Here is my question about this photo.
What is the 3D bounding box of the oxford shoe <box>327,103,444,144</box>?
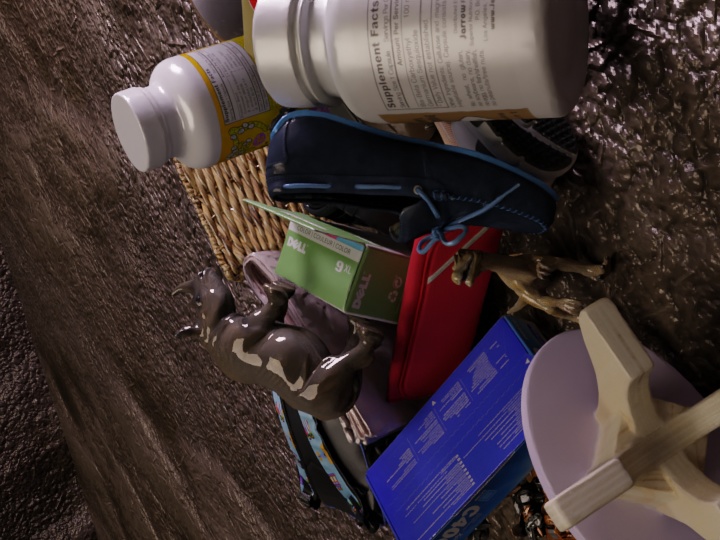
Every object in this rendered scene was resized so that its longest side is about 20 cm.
[{"bbox_3d":[0.049,-0.111,0.828,0.200,0.073,0.084,49,134,18],"label":"oxford shoe"}]

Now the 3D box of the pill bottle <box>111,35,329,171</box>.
[{"bbox_3d":[-0.122,-0.157,0.955,0.104,0.200,0.104,43,145,39],"label":"pill bottle"}]

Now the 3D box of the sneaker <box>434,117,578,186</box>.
[{"bbox_3d":[0.073,-0.124,0.769,0.200,0.074,0.080,55,154,22],"label":"sneaker"}]

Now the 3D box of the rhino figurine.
[{"bbox_3d":[-0.077,0.053,0.840,0.200,0.060,0.088,22,96,23],"label":"rhino figurine"}]

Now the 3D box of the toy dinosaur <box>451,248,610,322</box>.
[{"bbox_3d":[0.129,0.006,0.767,0.101,0.200,0.058,18,88,24],"label":"toy dinosaur"}]

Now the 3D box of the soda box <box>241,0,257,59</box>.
[{"bbox_3d":[-0.053,-0.257,0.817,0.064,0.068,0.200,44,146,38],"label":"soda box"}]

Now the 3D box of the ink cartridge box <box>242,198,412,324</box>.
[{"bbox_3d":[0.000,0.000,0.862,0.104,0.200,0.059,27,100,48],"label":"ink cartridge box"}]

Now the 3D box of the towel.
[{"bbox_3d":[-0.004,0.061,0.949,0.032,0.200,0.191,-38,75,23],"label":"towel"}]

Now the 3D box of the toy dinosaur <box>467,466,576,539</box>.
[{"bbox_3d":[0.150,0.169,0.877,0.136,0.102,0.200,-48,42,47],"label":"toy dinosaur"}]

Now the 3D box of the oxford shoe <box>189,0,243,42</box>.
[{"bbox_3d":[-0.146,-0.288,1.054,0.071,0.071,0.200,92,154,-58],"label":"oxford shoe"}]

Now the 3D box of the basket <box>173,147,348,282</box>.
[{"bbox_3d":[-0.103,-0.104,1.120,0.200,0.149,0.143,64,-173,3],"label":"basket"}]

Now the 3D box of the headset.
[{"bbox_3d":[0.000,-0.085,0.889,0.200,0.123,0.094,34,102,24],"label":"headset"}]

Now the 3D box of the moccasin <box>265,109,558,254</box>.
[{"bbox_3d":[0.032,-0.048,0.707,0.080,0.200,0.068,105,178,-73],"label":"moccasin"}]

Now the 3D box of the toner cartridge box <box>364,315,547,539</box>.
[{"bbox_3d":[0.091,0.141,0.852,0.200,0.043,0.095,-52,47,24],"label":"toner cartridge box"}]

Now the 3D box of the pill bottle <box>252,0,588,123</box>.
[{"bbox_3d":[0.038,-0.153,0.671,0.200,0.114,0.114,2,118,25],"label":"pill bottle"}]

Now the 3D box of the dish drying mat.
[{"bbox_3d":[0.067,0.031,0.831,0.018,0.077,0.200,55,149,39],"label":"dish drying mat"}]

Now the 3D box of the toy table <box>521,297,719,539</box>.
[{"bbox_3d":[0.190,0.115,0.660,0.200,0.184,0.117,46,166,12],"label":"toy table"}]

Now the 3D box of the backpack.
[{"bbox_3d":[-0.009,0.144,1.065,0.183,0.134,0.200,-7,106,64],"label":"backpack"}]
